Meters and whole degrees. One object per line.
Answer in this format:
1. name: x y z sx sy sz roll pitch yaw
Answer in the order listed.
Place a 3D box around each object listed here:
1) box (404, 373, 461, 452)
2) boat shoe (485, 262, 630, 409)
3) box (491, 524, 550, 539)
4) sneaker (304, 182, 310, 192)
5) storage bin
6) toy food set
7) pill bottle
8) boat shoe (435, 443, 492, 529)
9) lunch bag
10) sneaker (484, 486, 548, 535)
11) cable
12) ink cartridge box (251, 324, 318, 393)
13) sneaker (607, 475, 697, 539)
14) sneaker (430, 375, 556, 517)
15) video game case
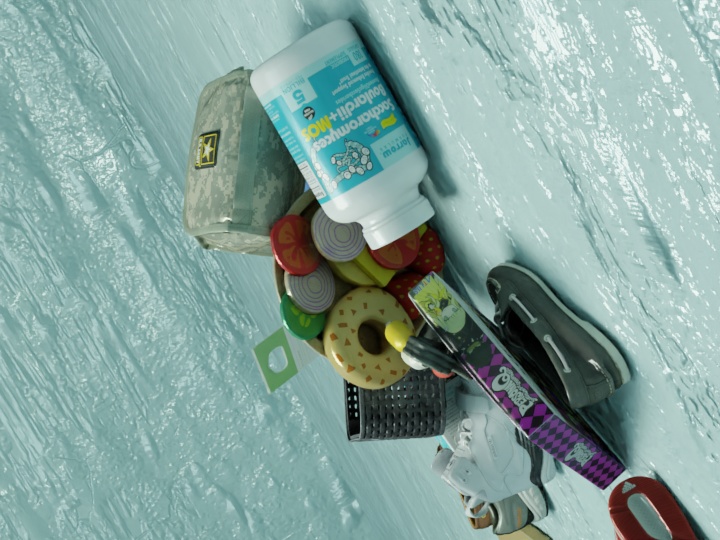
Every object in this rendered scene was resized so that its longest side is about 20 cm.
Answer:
1. box: 0.090 0.124 1.483 0.200 0.082 0.049 54 169 22
2. boat shoe: 0.150 0.052 1.093 0.200 0.057 0.067 43 161 54
3. box: 0.238 0.397 1.715 0.164 0.021 0.200 62 168 -15
4. sneaker: -0.017 -0.077 1.474 0.089 0.078 0.201 -128 19 -63
5. storage bin: 0.032 0.081 1.382 0.135 0.093 0.201 127 141 -78
6. toy food set: 0.000 0.000 1.266 0.198 0.200 0.049 43 156 -17
7. pill bottle: -0.009 -0.122 1.190 0.201 0.110 0.111 59 169 -6
8. boat shoe: 0.132 0.247 1.661 0.201 0.067 0.072 61 169 -11
9. lunch bag: -0.116 -0.105 1.307 0.200 0.117 0.165 91 -175 -83
10. sneaker: 0.143 0.222 1.521 0.201 0.079 0.074 59 171 6
11. cable: 0.068 0.085 1.153 0.097 0.050 0.200 35 -173 -4
12. ink cartridge box: -0.061 0.060 1.663 0.048 0.200 0.146 50 167 27
13. sneaker: 0.284 0.280 1.119 0.116 0.078 0.201 63 -176 -67
14. sneaker: 0.121 0.166 1.372 0.201 0.115 0.075 61 168 -11
15. video game case: 0.142 0.101 1.144 0.181 0.036 0.200 51 -172 35
